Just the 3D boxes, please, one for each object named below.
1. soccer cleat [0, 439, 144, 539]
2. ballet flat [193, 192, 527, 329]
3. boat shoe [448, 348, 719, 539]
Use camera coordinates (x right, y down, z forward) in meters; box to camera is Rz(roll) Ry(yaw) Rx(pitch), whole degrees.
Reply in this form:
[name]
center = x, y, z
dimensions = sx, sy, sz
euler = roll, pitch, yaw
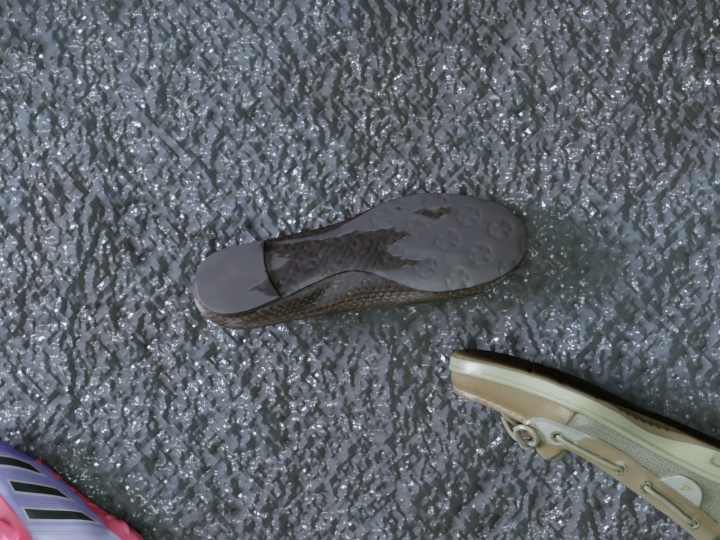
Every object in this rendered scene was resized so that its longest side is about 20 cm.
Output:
[soccer cleat]
center = -0.173, 0.162, 1.796
dimensions = 0.076, 0.067, 0.200
euler = -39, 89, -23
[ballet flat]
center = 0.000, 0.000, 1.765
dimensions = 0.200, 0.046, 0.067
euler = -12, 66, 0
[boat shoe]
center = 0.140, 0.105, 1.756
dimensions = 0.200, 0.073, 0.063
euler = 23, 95, -7
